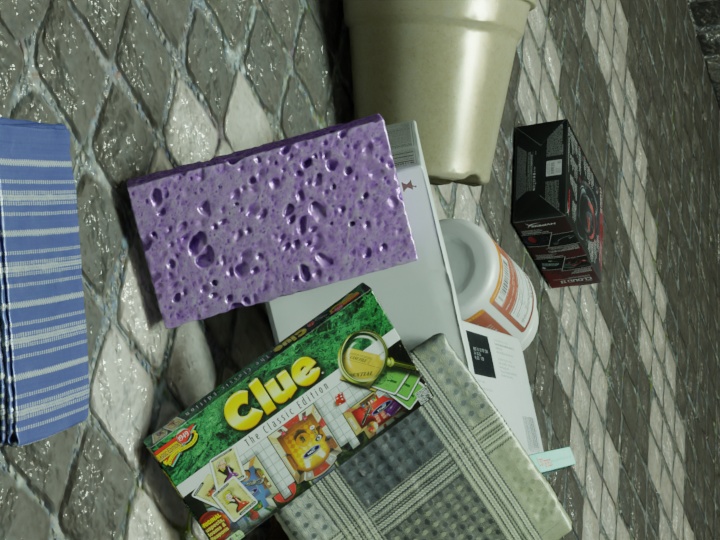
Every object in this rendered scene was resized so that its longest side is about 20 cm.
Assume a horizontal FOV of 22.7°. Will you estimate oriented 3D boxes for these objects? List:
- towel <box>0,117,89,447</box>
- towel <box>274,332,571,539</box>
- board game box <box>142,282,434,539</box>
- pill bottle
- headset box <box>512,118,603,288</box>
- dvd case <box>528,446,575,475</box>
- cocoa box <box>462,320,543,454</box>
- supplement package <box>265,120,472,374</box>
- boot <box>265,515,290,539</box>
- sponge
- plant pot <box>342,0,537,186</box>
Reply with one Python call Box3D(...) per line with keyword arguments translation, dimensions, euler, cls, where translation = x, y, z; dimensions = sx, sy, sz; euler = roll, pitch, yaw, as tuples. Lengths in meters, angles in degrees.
Box3D(translation=(-0.209, 0.004, 1.136), dimensions=(0.145, 0.024, 0.203), euler=(-17, 103, -78), cls="towel")
Box3D(translation=(0.040, 0.179, 1.382), dimensions=(0.201, 0.192, 0.035), euler=(56, -9, -11), cls="towel")
Box3D(translation=(-0.051, 0.108, 1.316), dimensions=(0.105, 0.199, 0.023), euler=(58, -10, -21), cls="board game box")
Box3D(translation=(0.121, 0.028, 1.897), dimensions=(0.200, 0.111, 0.113), euler=(40, 46, -61), cls="pill bottle")
Box3D(translation=(0.265, -0.080, 2.364), dimensions=(0.200, 0.074, 0.150), euler=(52, 37, -53), cls="headset box")
Box3D(translation=(0.085, 0.203, 1.621), dimensions=(0.146, 0.198, 0.022), euler=(7, 61, -69), cls="dvd case")
Box3D(translation=(0.077, 0.132, 1.705), dimensions=(0.200, 0.130, 0.135), euler=(19, 58, -67), cls="cocoa box")
Box3D(translation=(0.000, 0.000, 1.471), dimensions=(0.200, 0.145, 0.193), euler=(-89, 165, -76), cls="supplement package")
Box3D(translation=(-0.033, 0.267, 1.471), dimensions=(0.201, 0.071, 0.155), euler=(-77, 154, -43), cls="boot")
Box3D(translation=(-0.064, -0.037, 1.326), dimensions=(0.030, 0.198, 0.113), euler=(-127, -157, -73), cls="sponge")
Box3D(translation=(0.068, -0.179, 1.752), dimensions=(0.200, 0.198, 0.186), euler=(5, 89, -69), cls="plant pot")
